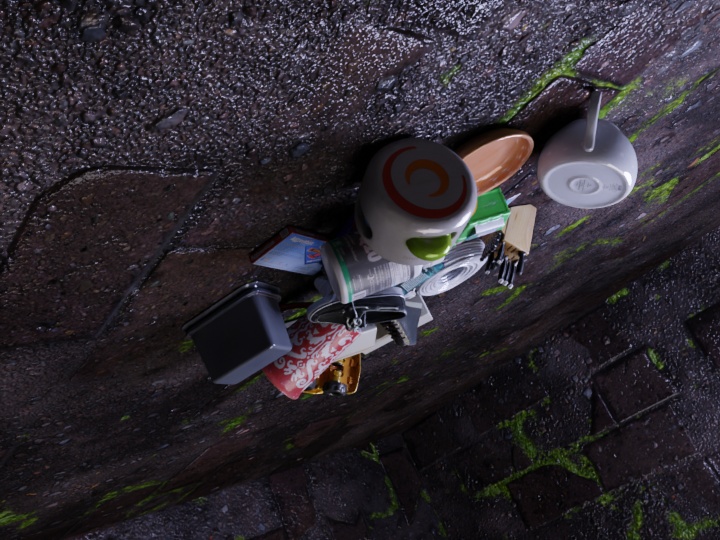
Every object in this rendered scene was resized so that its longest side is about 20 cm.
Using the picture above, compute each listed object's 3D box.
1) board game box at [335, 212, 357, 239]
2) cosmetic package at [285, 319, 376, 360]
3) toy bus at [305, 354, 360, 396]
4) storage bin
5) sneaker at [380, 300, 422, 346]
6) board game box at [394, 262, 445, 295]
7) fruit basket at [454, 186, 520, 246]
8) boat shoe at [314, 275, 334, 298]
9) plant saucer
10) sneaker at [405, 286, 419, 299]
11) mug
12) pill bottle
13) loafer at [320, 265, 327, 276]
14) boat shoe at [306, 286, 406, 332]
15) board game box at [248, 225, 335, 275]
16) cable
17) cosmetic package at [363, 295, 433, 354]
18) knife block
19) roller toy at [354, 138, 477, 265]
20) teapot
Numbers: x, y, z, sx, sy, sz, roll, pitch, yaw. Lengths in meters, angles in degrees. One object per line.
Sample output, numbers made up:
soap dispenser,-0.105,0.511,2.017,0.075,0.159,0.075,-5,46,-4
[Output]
board game box,0.045,-0.066,1.398,0.199,0.045,0.135,-4,141,-46
cosmetic package,-0.073,0.155,1.700,0.199,0.104,0.073,-16,135,-24
toy bus,-0.121,0.255,1.819,0.199,0.137,0.192,15,151,-16
storage bin,-0.235,0.137,1.459,0.199,0.135,0.145,-31,159,16
sneaker,0.077,0.123,1.689,0.074,0.107,0.199,-2,174,43
board game box,0.080,-0.011,1.435,0.135,0.028,0.200,-36,151,8
fruit basket,0.220,-0.092,1.512,0.184,0.094,0.200,-17,161,-24
boat shoe,-0.034,0.027,1.535,0.071,0.069,0.200,-54,161,13
plant saucer,0.222,-0.197,1.334,0.199,0.038,0.200,-23,159,-9
sneaker,0.102,0.010,1.618,0.115,0.076,0.200,5,154,-36
mug,-0.119,0.142,1.531,0.200,0.178,0.133,-41,-173,6
pill bottle,0.039,-0.026,1.275,0.199,0.114,0.113,-20,159,-11
loafer,0.000,0.000,1.473,0.073,0.073,0.199,-39,168,36
boat shoe,-0.007,0.086,1.431,0.198,0.068,0.074,-7,146,-5
board game box,-0.110,-0.034,1.356,0.103,0.020,0.200,-34,158,22
cable,0.210,-0.011,1.725,0.199,0.070,0.200,-32,159,15
cosmetic package,0.070,0.119,1.828,0.199,0.104,0.073,-29,159,6
knife block,0.349,-0.053,1.636,0.199,0.176,0.064,-11,156,-36
roller toy,0.087,-0.109,1.177,0.200,0.182,0.140,-53,173,-30
teapot,0.436,-0.224,1.383,0.197,0.147,0.200,26,155,-24
